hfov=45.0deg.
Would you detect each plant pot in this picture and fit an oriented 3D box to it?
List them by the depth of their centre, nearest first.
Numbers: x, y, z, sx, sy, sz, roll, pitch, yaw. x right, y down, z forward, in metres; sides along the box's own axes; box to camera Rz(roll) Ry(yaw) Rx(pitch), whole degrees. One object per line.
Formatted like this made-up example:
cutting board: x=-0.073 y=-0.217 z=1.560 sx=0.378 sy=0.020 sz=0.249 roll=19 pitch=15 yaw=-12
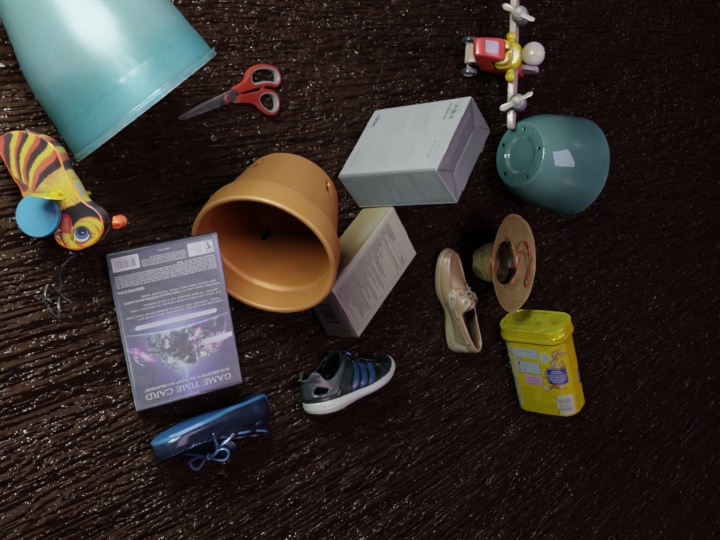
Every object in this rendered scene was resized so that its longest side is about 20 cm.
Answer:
plant pot: x=-0.293 y=-0.256 z=0.954 sx=0.189 sy=0.199 sz=0.201 roll=53 pitch=52 yaw=-18
plant pot: x=-0.111 y=-0.062 z=1.177 sx=0.201 sy=0.198 sz=0.141 roll=58 pitch=34 yaw=-32
plant pot: x=0.369 y=-0.221 z=1.737 sx=0.159 sy=0.199 sz=0.204 roll=6 pitch=86 yaw=-38

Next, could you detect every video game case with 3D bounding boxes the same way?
video game case: x=-0.234 y=0.064 z=1.103 sx=0.141 sy=0.019 sz=0.203 roll=-12 pitch=102 yaw=-21

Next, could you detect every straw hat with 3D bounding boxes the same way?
straw hat: x=0.264 y=-0.015 z=1.692 sx=0.200 sy=0.084 sz=0.205 roll=-6 pitch=98 yaw=-55

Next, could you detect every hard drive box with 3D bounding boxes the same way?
hard drive box: x=0.085 y=-0.186 z=1.386 sx=0.077 sy=0.198 sz=0.157 roll=51 pitch=55 yaw=-37

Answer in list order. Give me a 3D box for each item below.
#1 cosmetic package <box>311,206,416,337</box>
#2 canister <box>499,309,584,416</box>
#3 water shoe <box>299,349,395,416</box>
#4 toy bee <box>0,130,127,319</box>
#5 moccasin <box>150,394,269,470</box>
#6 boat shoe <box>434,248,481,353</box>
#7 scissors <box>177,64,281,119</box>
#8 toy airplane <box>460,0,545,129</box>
cosmetic package: x=0.000 y=0.000 z=1.386 sx=0.201 sy=0.070 sz=0.106 roll=-52 pitch=127 yaw=-36
canister: x=0.375 y=0.190 z=1.783 sx=0.086 sy=0.147 sz=0.203 roll=-38 pitch=121 yaw=-42
water shoe: x=-0.015 y=0.158 z=1.372 sx=0.199 sy=0.071 sz=0.080 roll=-27 pitch=109 yaw=-47
toy bee: x=-0.322 y=-0.067 z=0.974 sx=0.131 sy=0.107 sz=0.202 roll=-109 pitch=-177 yaw=-60
moccasin: x=-0.186 y=0.221 z=1.159 sx=0.199 sy=0.080 sz=0.069 roll=-15 pitch=91 yaw=-48
boat shoe: x=0.189 y=0.056 z=1.618 sx=0.071 sy=0.064 sz=0.203 roll=-28 pitch=112 yaw=-46
scissors: x=-0.181 y=-0.250 z=1.213 sx=0.199 sy=0.014 sz=0.074 roll=-16 pitch=105 yaw=-48
toy airplane: x=0.298 y=-0.406 z=1.681 sx=0.200 sy=0.140 sz=0.201 roll=-55 pitch=129 yaw=-34
